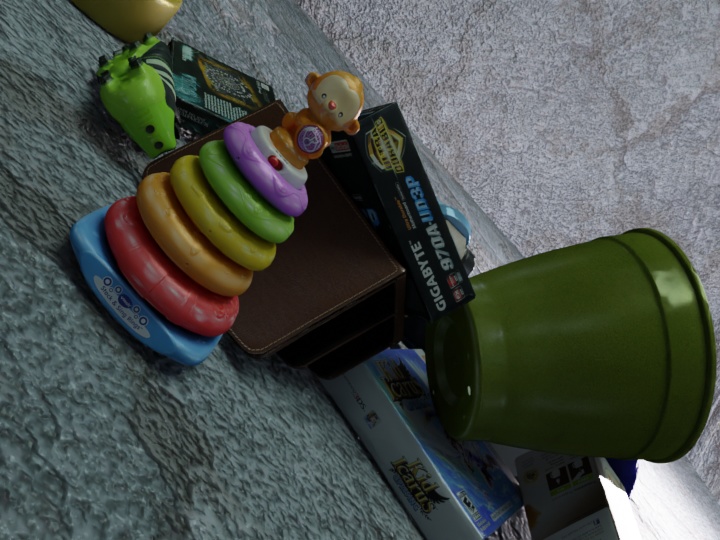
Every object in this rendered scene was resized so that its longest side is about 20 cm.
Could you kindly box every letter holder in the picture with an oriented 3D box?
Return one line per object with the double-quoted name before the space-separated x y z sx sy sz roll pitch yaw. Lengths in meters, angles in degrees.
"letter holder" -0.074 -0.011 0.736 0.201 0.140 0.101 54 -18 28

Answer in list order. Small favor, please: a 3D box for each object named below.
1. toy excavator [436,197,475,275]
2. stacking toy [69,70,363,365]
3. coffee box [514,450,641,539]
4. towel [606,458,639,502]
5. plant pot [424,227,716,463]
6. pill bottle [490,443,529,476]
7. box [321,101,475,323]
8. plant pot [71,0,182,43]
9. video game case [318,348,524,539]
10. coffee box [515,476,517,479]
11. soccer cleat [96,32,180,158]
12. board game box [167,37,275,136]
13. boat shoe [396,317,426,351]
"toy excavator" 0.075 -0.069 1.322 0.100 0.192 0.203 40 44 -31
"stacking toy" -0.072 -0.048 0.572 0.116 0.199 0.110 47 13 -7
"coffee box" 0.210 0.262 0.819 0.115 0.079 0.202 50 21 -33
"towel" 0.260 0.134 0.948 0.149 0.048 0.203 -109 -169 -45
"plant pot" 0.160 0.069 0.784 0.188 0.204 0.202 -3 33 -14
"pill bottle" 0.169 0.140 1.054 0.114 0.114 0.201 46 13 -14
"box" 0.008 -0.048 0.762 0.162 0.045 0.199 67 -16 -13
"plant pot" -0.239 -0.378 0.972 0.201 0.188 0.201 46 14 -15
"video game case" 0.064 0.153 0.817 0.182 0.045 0.199 53 13 16
"coffee box" 0.235 0.222 1.123 0.113 0.080 0.201 45 14 -19
"soccer cleat" -0.188 -0.151 0.797 0.201 0.066 0.082 -114 179 -65
"board game box" -0.151 -0.185 0.998 0.133 0.028 0.201 24 23 -21
"boat shoe" 0.040 0.037 1.034 0.068 0.085 0.200 29 6 -36
